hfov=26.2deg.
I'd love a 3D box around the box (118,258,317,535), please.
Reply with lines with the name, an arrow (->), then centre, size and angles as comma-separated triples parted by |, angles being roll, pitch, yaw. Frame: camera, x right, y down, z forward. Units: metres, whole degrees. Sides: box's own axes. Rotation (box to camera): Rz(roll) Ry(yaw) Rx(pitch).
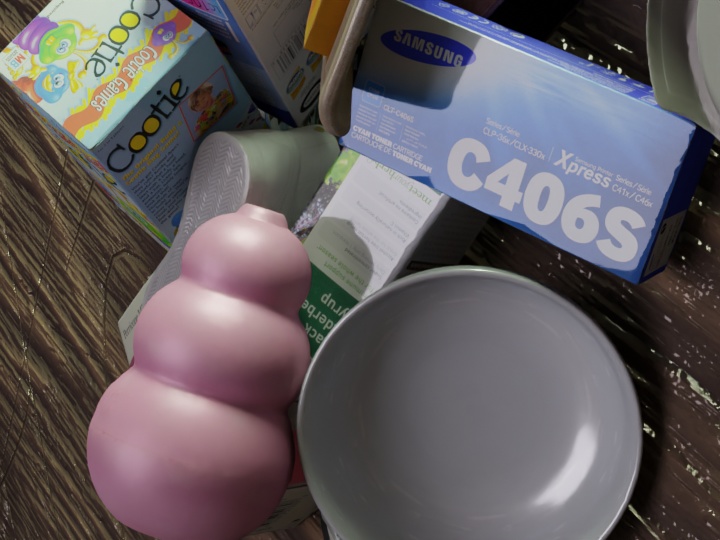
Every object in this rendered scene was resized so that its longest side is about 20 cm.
box -> -0.100, 0.098, 1.209 | 0.128, 0.109, 0.200 | -47, 56, 51

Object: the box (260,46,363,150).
box -> -0.039, -0.051, 1.122 | 0.137, 0.040, 0.201 | -12, 73, 58

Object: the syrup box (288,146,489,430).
syrup box -> 0.000, 0.000, 0.983 | 0.079, 0.081, 0.200 | 40, 105, 22

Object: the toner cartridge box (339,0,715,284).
toner cartridge box -> 0.089, -0.078, 0.861 | 0.200, 0.043, 0.095 | 26, 113, 24

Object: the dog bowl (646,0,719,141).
dog bowl -> 0.221, -0.117, 0.716 | 0.200, 0.059, 0.201 | 11, 104, 56

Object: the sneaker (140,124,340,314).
sneaker -> -0.072, -0.007, 1.031 | 0.074, 0.115, 0.200 | 41, 123, 26

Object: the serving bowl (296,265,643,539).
serving bowl -> 0.065, 0.089, 0.914 | 0.066, 0.200, 0.201 | -58, -27, -74

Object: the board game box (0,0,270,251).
board game box -> -0.135, -0.096, 1.017 | 0.103, 0.105, 0.200 | 39, 171, 26

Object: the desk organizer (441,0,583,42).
desk organizer -> 0.112, -0.210, 0.864 | 0.200, 0.072, 0.077 | -46, 58, 50

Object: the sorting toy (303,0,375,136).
sorting toy -> 0.004, -0.200, 0.849 | 0.185, 0.036, 0.200 | -88, 14, -58

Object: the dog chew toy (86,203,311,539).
dog chew toy -> -0.086, 0.059, 0.919 | 0.124, 0.124, 0.201 | 18, 92, 56

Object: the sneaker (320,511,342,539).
sneaker -> 0.019, 0.222, 1.004 | 0.088, 0.076, 0.200 | -17, 106, 51

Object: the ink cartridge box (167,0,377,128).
ink cartridge box -> -0.047, -0.187, 0.996 | 0.076, 0.200, 0.137 | 30, 77, 26
